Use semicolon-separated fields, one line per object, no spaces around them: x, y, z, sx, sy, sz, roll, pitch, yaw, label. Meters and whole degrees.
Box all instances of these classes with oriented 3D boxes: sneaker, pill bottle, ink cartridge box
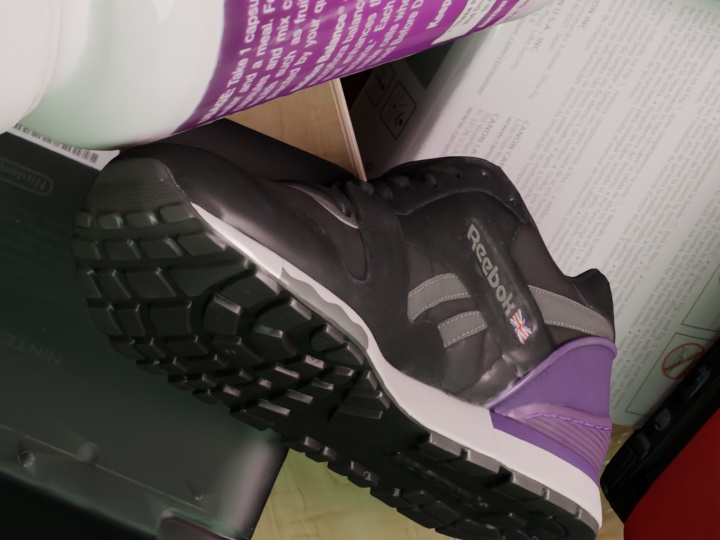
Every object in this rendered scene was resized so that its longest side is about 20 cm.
0.000;0.000;0.783;0.076;0.088;0.200;-3;153;37;sneaker
-0.042;-0.094;0.739;0.200;0.112;0.112;-21;135;-37;pill bottle
0.087;-0.029;0.917;0.200;0.050;0.162;10;123;-36;ink cartridge box

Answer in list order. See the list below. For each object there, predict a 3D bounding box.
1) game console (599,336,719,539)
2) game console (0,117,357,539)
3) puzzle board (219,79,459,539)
0.178;0.040;0.906;0.172;0.119;0.200;21;117;-41;game console
-0.115;0.019;0.870;0.200;0.116;0.176;22;90;-1;game console
-0.059;0.022;0.879;0.151;0.017;0.200;-7;115;18;puzzle board
